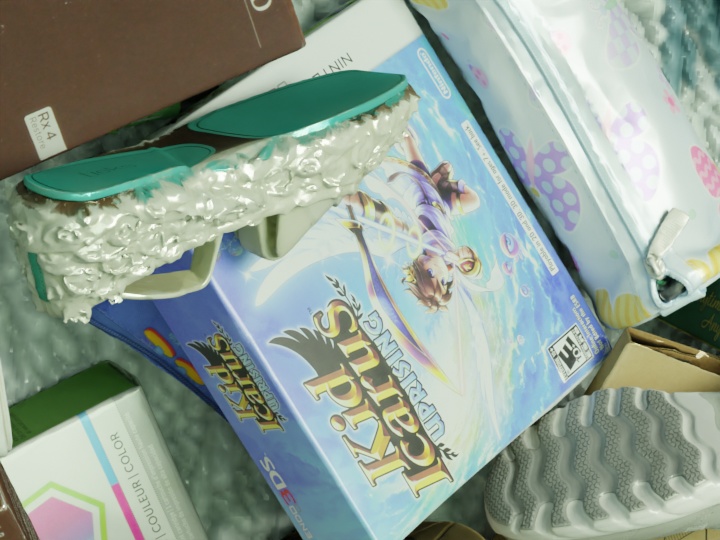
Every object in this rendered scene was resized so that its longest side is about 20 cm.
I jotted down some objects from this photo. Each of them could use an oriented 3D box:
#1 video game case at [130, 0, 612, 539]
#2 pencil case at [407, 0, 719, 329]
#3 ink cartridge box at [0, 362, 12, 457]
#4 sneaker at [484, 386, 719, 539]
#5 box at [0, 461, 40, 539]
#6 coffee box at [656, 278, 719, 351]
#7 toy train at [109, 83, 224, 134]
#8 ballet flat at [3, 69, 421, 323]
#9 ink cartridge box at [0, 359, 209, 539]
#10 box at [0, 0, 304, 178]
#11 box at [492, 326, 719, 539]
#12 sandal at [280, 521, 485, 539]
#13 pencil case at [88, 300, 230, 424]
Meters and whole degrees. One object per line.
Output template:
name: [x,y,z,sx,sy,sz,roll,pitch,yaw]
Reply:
video game case: [0.000,0.000,1.249,0.181,0.045,0.200,-38,99,-40]
pencil case: [0.097,-0.071,1.299,0.083,0.091,0.200,-27,99,28]
ink cartridge box: [-0.257,0.038,1.171,0.200,0.146,0.083,-10,103,-19]
sneaker: [0.155,0.096,1.274,0.200,0.075,0.082,-12,137,9]
box: [-0.164,0.147,1.150,0.100,0.075,0.200,-22,136,-6]
coffee box: [0.251,0.030,1.367,0.200,0.123,0.044,10,98,-22]
toy train: [-0.147,-0.077,1.250,0.200,0.042,0.056,-12,112,-18]
ballet flat: [-0.059,-0.029,1.152,0.200,0.072,0.072,-20,106,-38]
ink cartridge box: [-0.171,0.132,1.263,0.200,0.059,0.104,-27,108,-13]
box: [-0.134,-0.104,1.165,0.200,0.075,0.100,-26,123,-10]
box: [0.147,0.130,1.353,0.163,0.021,0.200,19,119,-21]
sandal: [0.013,0.145,1.255,0.080,0.200,0.054,-22,101,-14]
pencil case: [-0.049,0.032,1.280,0.200,0.078,0.087,42,61,-20]
